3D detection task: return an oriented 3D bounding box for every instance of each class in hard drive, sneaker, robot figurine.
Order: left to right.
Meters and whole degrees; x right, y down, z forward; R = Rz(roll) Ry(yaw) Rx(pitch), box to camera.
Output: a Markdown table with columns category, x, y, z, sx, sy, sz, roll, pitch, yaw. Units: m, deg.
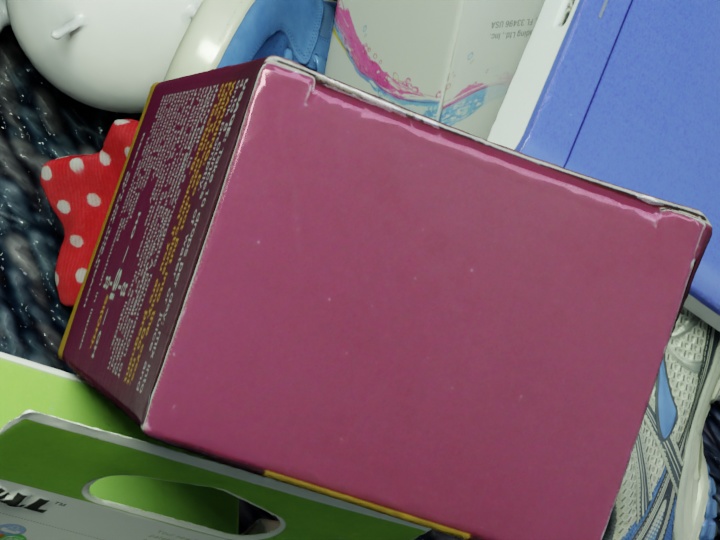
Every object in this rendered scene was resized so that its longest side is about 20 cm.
| category | x | y | z | sx | sy | sz | roll | pitch | yaw |
| --- | --- | --- | --- | --- | --- | --- | --- | --- | --- |
| robot figurine | -0.107 | -0.143 | 0.965 | 0.200 | 0.169 | 0.113 | -107 | 180 | -64 |
| sneaker | -0.008 | -0.075 | 0.897 | 0.111 | 0.077 | 0.200 | 31 | 10 | 9 |
| sneaker | 0.098 | 0.043 | 0.810 | 0.085 | 0.201 | 0.077 | -6 | 11 | -38 |
| hard drive | 0.145 | -0.048 | 0.776 | 0.200 | 0.025 | 0.132 | 33 | 72 | -29 |

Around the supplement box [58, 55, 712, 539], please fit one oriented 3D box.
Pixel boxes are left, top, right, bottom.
| category | x | y | z | sx | sy | sz | roll | pitch | yaw |
| --- | --- | --- | --- | --- | --- | --- | --- | --- | --- |
| supplement box | -0.004 | 0.008 | 0.617 | 0.131 | 0.103 | 0.200 | 20 | -2 | -14 |

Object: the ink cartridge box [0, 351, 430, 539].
| category | x | y | z | sx | sy | sz | roll | pitch | yaw |
| --- | --- | --- | --- | --- | --- | --- | --- | --- | --- |
| ink cartridge box | -0.093 | 0.064 | 0.651 | 0.148 | 0.200 | 0.076 | 21 | 55 | -34 |

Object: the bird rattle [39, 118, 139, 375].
| category | x | y | z | sx | sy | sz | roll | pitch | yaw |
| --- | --- | --- | --- | --- | --- | --- | --- | --- | --- |
| bird rattle | -0.075 | 0.016 | 0.802 | 0.113 | 0.200 | 0.163 | 26 | 72 | -38 |

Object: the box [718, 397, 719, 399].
| category | x | y | z | sx | sy | sz | roll | pitch | yaw |
| --- | --- | --- | --- | --- | --- | --- | --- | --- | --- |
| box | 0.127 | -0.022 | 1.063 | 0.078 | 0.095 | 0.200 | 1 | 25 | -17 |

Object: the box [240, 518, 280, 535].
| category | x | y | z | sx | sy | sz | roll | pitch | yaw |
| --- | --- | --- | --- | --- | --- | --- | --- | --- | --- |
| box | 0.027 | 0.166 | 0.802 | 0.200 | 0.078 | 0.095 | 15 | 39 | -41 |

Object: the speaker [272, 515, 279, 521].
| category | x | y | z | sx | sy | sz | roll | pitch | yaw |
| --- | --- | --- | --- | --- | --- | --- | --- | --- | --- |
| speaker | 0.019 | 0.046 | 0.943 | 0.081 | 0.081 | 0.200 | 44 | 29 | -1 |

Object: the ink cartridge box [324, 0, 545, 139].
| category | x | y | z | sx | sy | sz | roll | pitch | yaw |
| --- | --- | --- | --- | --- | --- | --- | --- | --- | --- |
| ink cartridge box | 0.065 | -0.087 | 0.837 | 0.144 | 0.200 | 0.085 | -11 | 34 | -35 |
